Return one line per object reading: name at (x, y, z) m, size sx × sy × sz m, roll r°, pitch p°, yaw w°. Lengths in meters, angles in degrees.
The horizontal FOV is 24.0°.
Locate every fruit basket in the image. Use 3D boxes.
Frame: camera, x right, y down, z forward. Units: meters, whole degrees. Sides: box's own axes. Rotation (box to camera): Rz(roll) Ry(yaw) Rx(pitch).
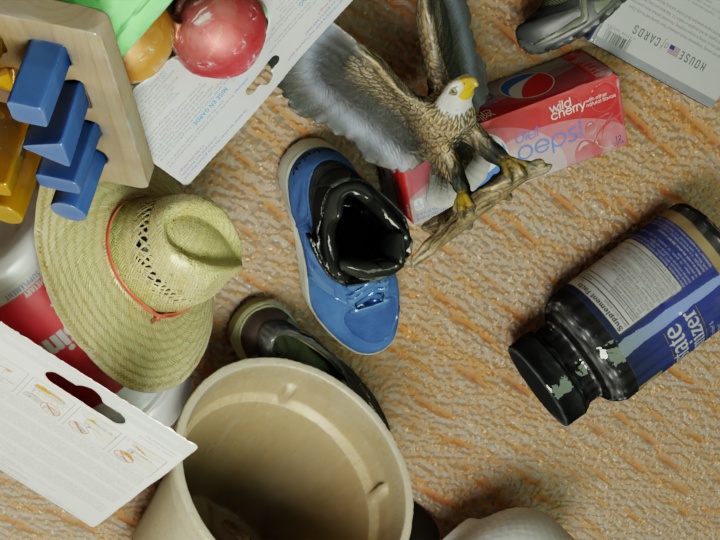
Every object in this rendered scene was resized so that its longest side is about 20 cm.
fruit basket at (-0.122, -0.175, 1.123) m, size 0.185 × 0.094 × 0.200 m, roll -48°, pitch 138°, yaw 5°

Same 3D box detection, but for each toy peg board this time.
toy peg board at (-0.251, -0.089, 1.071) m, size 0.198 × 0.200 × 0.098 m, roll 12°, pitch 67°, yaw 7°

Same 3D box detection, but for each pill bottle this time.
pill bottle at (-0.214, 0.040, 1.250) m, size 0.112 × 0.112 × 0.200 m, roll -39°, pitch 124°, yaw -4°
pill bottle at (0.231, 0.041, 1.461) m, size 0.200 × 0.112 × 0.112 m, roll -36°, pitch 123°, yaw -5°

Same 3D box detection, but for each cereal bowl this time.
cereal bowl at (0.094, 0.280, 1.493) m, size 0.200 × 0.083 × 0.200 m, roll -42°, pitch 166°, yaw -13°

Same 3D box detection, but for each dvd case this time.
dvd case at (0.287, -0.251, 1.401) m, size 0.150 × 0.025 × 0.201 m, roll 22°, pitch 103°, yaw -32°

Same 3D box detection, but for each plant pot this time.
plant pot at (-0.089, 0.201, 1.328) m, size 0.200 × 0.201 × 0.184 m, roll 9°, pitch 143°, yaw -28°

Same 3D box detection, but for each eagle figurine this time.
eagle figurine at (0.048, -0.130, 1.240) m, size 0.151 × 0.152 × 0.200 m, roll -38°, pitch 86°, yaw 37°

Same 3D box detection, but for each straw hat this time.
straw hat at (-0.134, -0.013, 1.210) m, size 0.085 × 0.202 × 0.201 m, roll -14°, pitch 130°, yaw 30°

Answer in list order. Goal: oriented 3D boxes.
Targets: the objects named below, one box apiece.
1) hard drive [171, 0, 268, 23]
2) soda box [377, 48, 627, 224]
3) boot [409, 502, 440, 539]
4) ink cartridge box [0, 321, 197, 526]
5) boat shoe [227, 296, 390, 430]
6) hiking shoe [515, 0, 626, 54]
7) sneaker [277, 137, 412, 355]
hard drive at (-0.049, -0.244, 1.226) m, size 0.199 × 0.042 × 0.135 m, roll -30°, pitch 122°, yaw -10°
soda box at (0.113, -0.108, 1.364) m, size 0.199 × 0.063 × 0.070 m, roll -21°, pitch 120°, yaw -14°
boot at (-0.035, 0.291, 1.481) m, size 0.200 × 0.064 × 0.186 m, roll -51°, pitch 160°, yaw 25°
ink cartridge box at (-0.210, 0.096, 1.183) m, size 0.162 × 0.200 × 0.050 m, roll 34°, pitch 52°, yaw -13°
boat shoe at (-0.034, 0.104, 1.392) m, size 0.072 × 0.066 × 0.201 m, roll -41°, pitch 124°, yaw -3°
hiking shoe at (0.184, -0.258, 1.328) m, size 0.200 × 0.076 × 0.101 m, roll -43°, pitch 91°, yaw 3°
sneaker at (-0.001, 0.000, 1.332) m, size 0.076 × 0.111 × 0.201 m, roll -24°, pitch 121°, yaw -14°
